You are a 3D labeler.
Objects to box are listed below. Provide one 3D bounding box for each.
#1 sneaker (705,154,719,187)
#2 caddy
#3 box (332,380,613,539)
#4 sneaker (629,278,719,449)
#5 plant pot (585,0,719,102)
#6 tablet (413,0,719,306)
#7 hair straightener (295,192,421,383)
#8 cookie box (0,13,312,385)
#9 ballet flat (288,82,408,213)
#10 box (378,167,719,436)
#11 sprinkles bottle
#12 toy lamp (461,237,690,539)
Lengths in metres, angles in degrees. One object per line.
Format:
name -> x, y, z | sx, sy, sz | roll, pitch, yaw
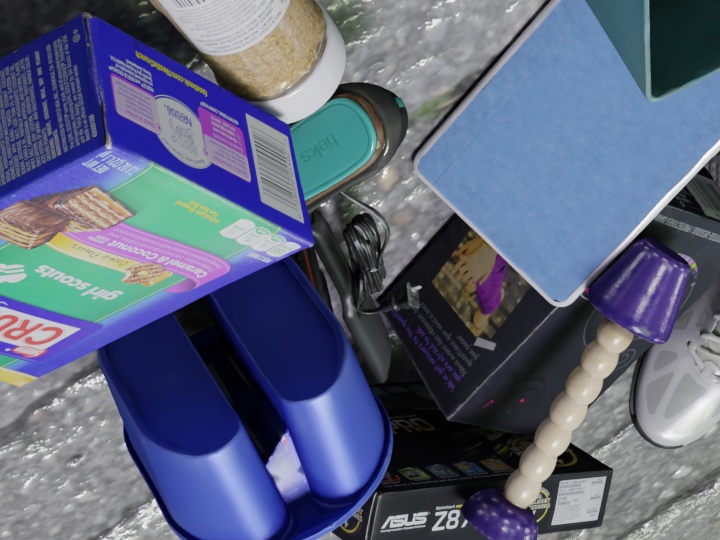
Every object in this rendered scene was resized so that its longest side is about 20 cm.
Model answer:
sneaker -> 0.204, 0.013, 1.533 | 0.200, 0.074, 0.082 | -44, 140, 18
caddy -> -0.067, 0.078, 1.296 | 0.141, 0.200, 0.105 | -28, 130, -8
box -> 0.039, 0.125, 1.462 | 0.199, 0.161, 0.050 | -2, 109, -36
sneaker -> 0.240, 0.028, 1.428 | 0.201, 0.075, 0.115 | -56, 179, 2
plant pot -> 0.145, -0.218, 1.069 | 0.140, 0.201, 0.142 | -26, 147, -9
tablet -> 0.136, -0.087, 1.314 | 0.200, 0.130, 0.014 | -48, 177, 24
hair straightener -> 0.000, 0.000, 1.368 | 0.076, 0.041, 0.201 | 1, 139, 11
cookie box -> -0.155, -0.028, 1.121 | 0.199, 0.076, 0.171 | -24, 152, 26
ballet flat -> -0.053, -0.047, 1.234 | 0.199, 0.068, 0.068 | -22, -174, 28
box -> 0.129, 0.001, 1.427 | 0.122, 0.106, 0.200 | 14, 126, -47
sprinkles bottle -> -0.072, -0.147, 1.104 | 0.068, 0.068, 0.200 | -34, 147, 4
toy lamp -> 0.132, 0.073, 1.348 | 0.058, 0.058, 0.201 | 13, 112, -47
